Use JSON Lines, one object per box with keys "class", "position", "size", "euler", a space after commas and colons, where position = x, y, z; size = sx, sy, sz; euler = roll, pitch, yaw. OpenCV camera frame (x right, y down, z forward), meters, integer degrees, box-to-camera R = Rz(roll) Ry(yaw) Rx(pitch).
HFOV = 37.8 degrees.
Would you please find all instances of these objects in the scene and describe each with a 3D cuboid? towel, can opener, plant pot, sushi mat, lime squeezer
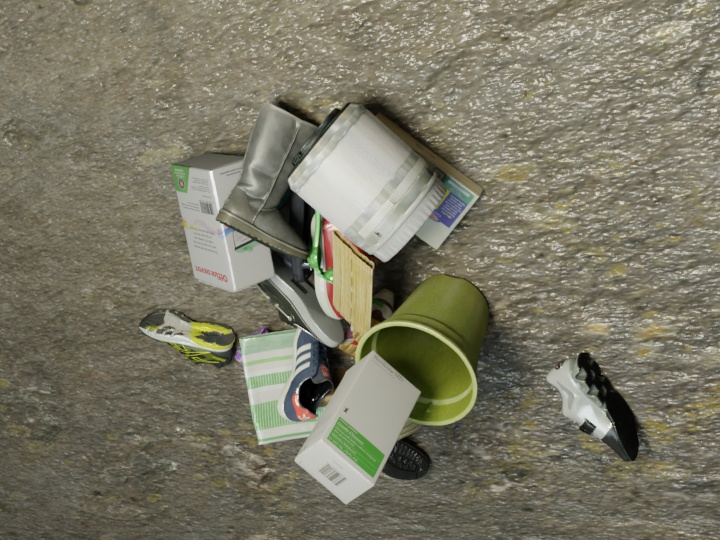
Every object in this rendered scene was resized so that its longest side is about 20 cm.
{"class": "towel", "position": [-0.129, 0.207, 1.895], "size": [0.151, 0.023, 0.202], "euler": [-9, 102, -7]}
{"class": "can opener", "position": [-0.099, -0.068, 1.732], "size": [0.078, 0.064, 0.201], "euler": [17, 130, 16]}
{"class": "plant pot", "position": [0.118, 0.109, 1.671], "size": [0.199, 0.185, 0.202], "euler": [15, 130, 18]}
{"class": "sushi mat", "position": [-0.012, 0.026, 1.615], "size": [0.096, 0.012, 0.201], "euler": [44, 154, 26]}
{"class": "lime squeezer", "position": [-0.041, -0.011, 1.692], "size": [0.070, 0.038, 0.201], "euler": [-32, 98, 0]}

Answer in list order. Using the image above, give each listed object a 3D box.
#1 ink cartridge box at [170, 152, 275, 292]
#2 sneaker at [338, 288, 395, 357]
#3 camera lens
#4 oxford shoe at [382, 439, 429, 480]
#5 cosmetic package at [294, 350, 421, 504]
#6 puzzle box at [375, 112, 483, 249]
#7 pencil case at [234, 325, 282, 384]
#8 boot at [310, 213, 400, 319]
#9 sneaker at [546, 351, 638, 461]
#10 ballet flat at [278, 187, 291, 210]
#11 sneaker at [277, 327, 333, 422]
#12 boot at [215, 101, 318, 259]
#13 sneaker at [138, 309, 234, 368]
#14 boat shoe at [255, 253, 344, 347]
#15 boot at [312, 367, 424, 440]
{"class": "ink cartridge box", "position": [-0.223, -0.081, 1.709], "size": [0.144, 0.083, 0.202], "euler": [14, 119, 53]}
{"class": "sneaker", "position": [0.020, 0.096, 1.793], "size": [0.074, 0.091, 0.200], "euler": [28, 159, -4]}
{"class": "camera lens", "position": [0.006, -0.132, 1.531], "size": [0.200, 0.160, 0.160], "euler": [40, 132, -5]}
{"class": "oxford shoe", "position": [0.037, 0.329, 1.963], "size": [0.199, 0.084, 0.073], "euler": [25, 98, -13]}
{"class": "cosmetic package", "position": [-0.002, 0.231, 1.565], "size": [0.107, 0.201, 0.085], "euler": [40, 135, -8]}
{"class": "puzzle box", "position": [0.074, -0.135, 1.619], "size": [0.199, 0.025, 0.133], "euler": [36, 132, -2]}
{"class": "pencil case", "position": [-0.144, 0.193, 1.945], "size": [0.085, 0.084, 0.200], "euler": [-37, 105, 17]}
{"class": "boot", "position": [0.000, 0.000, 1.731], "size": [0.143, 0.073, 0.202], "euler": [7, 123, 21]}
{"class": "sneaker", "position": [0.376, 0.228, 1.707], "size": [0.088, 0.074, 0.201], "euler": [-29, 98, 39]}
{"class": "ballet flat", "position": [-0.160, -0.111, 1.738], "size": [0.070, 0.071, 0.201], "euler": [27, 130, 6]}
{"class": "sneaker", "position": [-0.075, 0.165, 1.815], "size": [0.075, 0.202, 0.084], "euler": [26, 160, -40]}
{"class": "boot", "position": [-0.117, -0.136, 1.636], "size": [0.181, 0.202, 0.072], "euler": [29, 171, -33]}
{"class": "sneaker", "position": [-0.332, 0.138, 2.000], "size": [0.198, 0.075, 0.085], "euler": [14, 130, 17]}
{"class": "boat shoe", "position": [-0.108, 0.063, 1.810], "size": [0.200, 0.071, 0.064], "euler": [48, 120, 14]}
{"class": "boot", "position": [0.009, 0.243, 1.880], "size": [0.198, 0.073, 0.156], "euler": [-16, 125, 9]}
